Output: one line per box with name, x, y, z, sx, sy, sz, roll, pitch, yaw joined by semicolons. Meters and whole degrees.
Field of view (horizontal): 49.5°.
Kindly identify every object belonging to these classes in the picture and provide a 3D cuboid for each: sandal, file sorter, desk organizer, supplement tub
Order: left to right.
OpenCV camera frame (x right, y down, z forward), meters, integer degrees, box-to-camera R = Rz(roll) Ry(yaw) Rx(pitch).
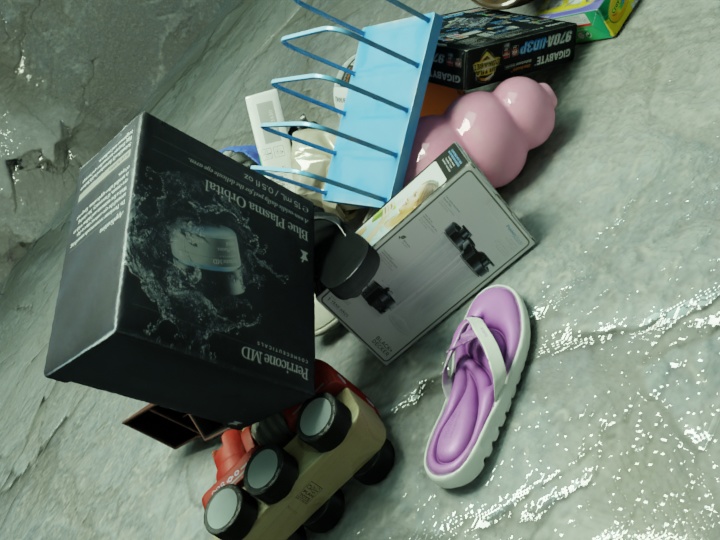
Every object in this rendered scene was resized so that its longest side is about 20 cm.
desk organizer;-0.185;0.156;0.895;0.199;0.072;0.077;-31;2;41
sandal;-0.040;-0.028;0.771;0.076;0.043;0.199;-51;26;-9
file sorter;-0.022;-0.180;0.816;0.138;0.121;0.204;14;91;57
supplement tub;0.052;-0.237;1.065;0.123;0.122;0.199;-49;28;-6
sandal;0.097;0.084;0.671;0.082;0.050;0.205;-20;38;40

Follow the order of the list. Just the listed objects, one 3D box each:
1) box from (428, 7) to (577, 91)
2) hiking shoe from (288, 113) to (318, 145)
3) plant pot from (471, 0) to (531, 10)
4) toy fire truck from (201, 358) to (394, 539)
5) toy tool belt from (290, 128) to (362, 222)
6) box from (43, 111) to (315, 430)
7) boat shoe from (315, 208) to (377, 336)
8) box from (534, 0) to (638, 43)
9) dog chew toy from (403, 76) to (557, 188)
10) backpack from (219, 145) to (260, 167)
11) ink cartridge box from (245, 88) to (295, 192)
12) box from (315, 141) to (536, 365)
box;0.132;-0.265;0.918;0.198;0.047;0.158;-24;35;-35
hiking shoe;-0.076;-0.165;1.153;0.075;0.101;0.201;-38;21;17
plant pot;0.191;-0.414;0.988;0.185;0.188;0.201;-23;25;36
toy fire truck;-0.073;0.160;0.762;0.176;0.129;0.200;-44;38;4
toy tool belt;0.001;-0.128;1.002;0.121;0.199;0.128;-6;89;22
box;-0.144;0.009;0.678;0.116;0.195;0.204;-27;53;37
boat shoe;0.000;0.000;0.922;0.066;0.057;0.201;35;86;26
box;0.308;-0.367;0.955;0.201;0.048;0.117;-53;29;-14
dog chew toy;0.124;-0.134;0.847;0.198;0.125;0.125;-34;30;6
backpack;-0.196;-0.095;1.183;0.199;0.163;0.168;-40;6;18
ink cartridge box;-0.115;-0.151;1.060;0.049;0.164;0.200;-14;8;-7
box;0.060;-0.014;0.780;0.199;0.116;0.060;-41;26;14
